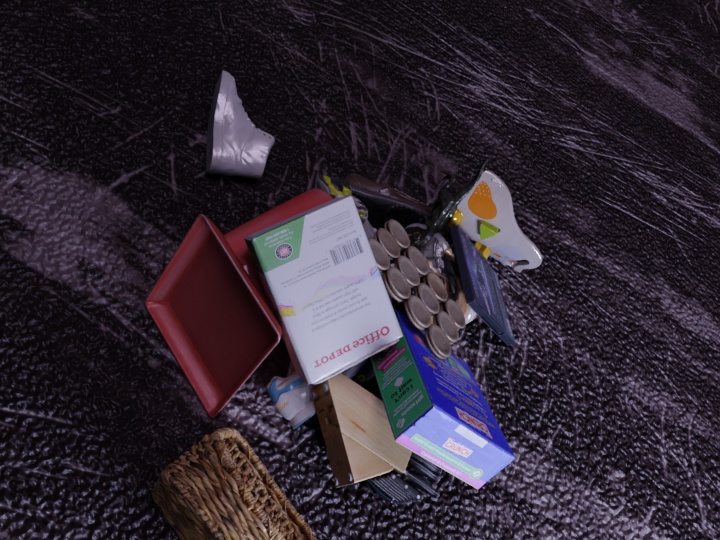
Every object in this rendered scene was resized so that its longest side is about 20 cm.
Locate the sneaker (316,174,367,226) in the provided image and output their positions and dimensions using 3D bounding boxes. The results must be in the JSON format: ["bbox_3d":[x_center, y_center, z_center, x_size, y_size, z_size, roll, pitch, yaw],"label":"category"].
[{"bbox_3d":[-0.037,-0.084,1.143,0.073,0.086,0.201,8,28,-13],"label":"sneaker"}]

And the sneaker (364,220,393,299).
[{"bbox_3d":[0.000,0.000,1.104,0.077,0.079,0.201,57,14,-30],"label":"sneaker"}]

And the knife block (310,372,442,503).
[{"bbox_3d":[0.038,0.224,0.962,0.172,0.064,0.204,-9,75,-31],"label":"knife block"}]

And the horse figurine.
[{"bbox_3d":[0.125,0.052,1.113,0.199,0.050,0.134,-34,99,-38],"label":"horse figurine"}]

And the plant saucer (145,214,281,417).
[{"bbox_3d":[-0.195,0.062,0.941,0.036,0.200,0.202,-16,65,-51],"label":"plant saucer"}]

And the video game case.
[{"bbox_3d":[0.209,0.028,1.188,0.200,0.019,0.146,39,36,-51],"label":"video game case"}]

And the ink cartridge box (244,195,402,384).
[{"bbox_3d":[-0.048,0.024,0.917,0.143,0.087,0.204,-24,100,-15],"label":"ink cartridge box"}]

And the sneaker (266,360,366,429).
[{"bbox_3d":[-0.052,0.137,1.027,0.081,0.076,0.200,48,52,1],"label":"sneaker"}]

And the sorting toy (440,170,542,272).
[{"bbox_3d":[0.237,-0.063,1.250,0.179,0.200,0.108,38,81,-1],"label":"sorting toy"}]

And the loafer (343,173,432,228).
[{"bbox_3d":[0.051,-0.128,1.256,0.196,0.073,0.072,22,51,-12],"label":"loafer"}]

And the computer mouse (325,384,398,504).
[{"bbox_3d":[0.048,0.226,1.033,0.137,0.053,0.201,33,51,-1],"label":"computer mouse"}]

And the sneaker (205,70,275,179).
[{"bbox_3d":[-0.206,-0.248,1.221,0.113,0.074,0.205,9,65,-22],"label":"sneaker"}]

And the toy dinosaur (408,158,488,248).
[{"bbox_3d":[0.144,-0.118,1.179,0.047,0.201,0.089,32,20,-20],"label":"toy dinosaur"}]

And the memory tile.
[{"bbox_3d":[0.081,0.023,1.018,0.202,0.017,0.153,54,28,-5],"label":"memory tile"}]

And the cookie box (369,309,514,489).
[{"bbox_3d":[0.103,0.175,0.964,0.170,0.075,0.201,36,17,-29],"label":"cookie box"}]

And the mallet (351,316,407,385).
[{"bbox_3d":[0.055,0.138,1.090,0.066,0.041,0.200,45,44,3],"label":"mallet"}]

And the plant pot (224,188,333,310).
[{"bbox_3d":[-0.114,0.000,1.029,0.174,0.201,0.203,-19,67,-25],"label":"plant pot"}]

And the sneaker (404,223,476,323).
[{"bbox_3d":[0.122,0.008,1.199,0.087,0.076,0.202,-22,69,-35],"label":"sneaker"}]

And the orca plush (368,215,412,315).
[{"bbox_3d":[0.043,-0.023,1.184,0.103,0.071,0.203,-3,60,-27],"label":"orca plush"}]

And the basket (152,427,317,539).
[{"bbox_3d":[-0.135,0.288,0.844,0.148,0.143,0.201,-30,74,-36],"label":"basket"}]
